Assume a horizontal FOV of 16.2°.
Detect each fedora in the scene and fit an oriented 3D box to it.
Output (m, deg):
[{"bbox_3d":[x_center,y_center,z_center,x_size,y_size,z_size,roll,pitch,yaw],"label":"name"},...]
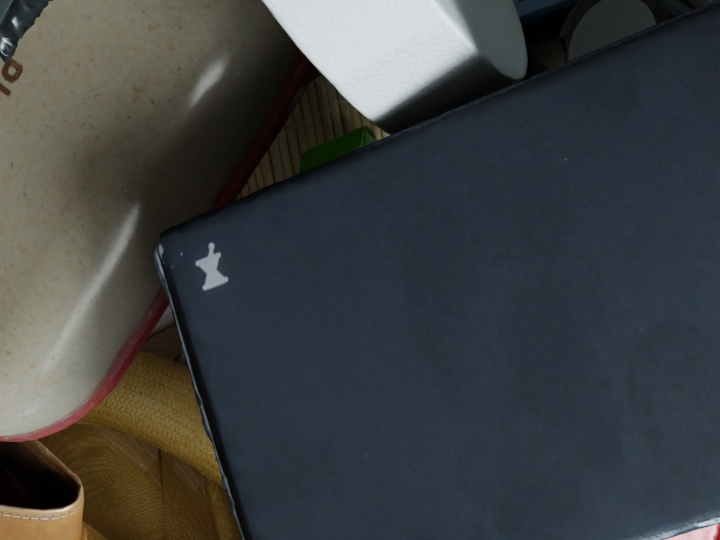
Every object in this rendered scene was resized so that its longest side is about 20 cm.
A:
[{"bbox_3d":[-0.060,0.073,0.877,0.201,0.199,0.082,78,32,-45],"label":"fedora"}]

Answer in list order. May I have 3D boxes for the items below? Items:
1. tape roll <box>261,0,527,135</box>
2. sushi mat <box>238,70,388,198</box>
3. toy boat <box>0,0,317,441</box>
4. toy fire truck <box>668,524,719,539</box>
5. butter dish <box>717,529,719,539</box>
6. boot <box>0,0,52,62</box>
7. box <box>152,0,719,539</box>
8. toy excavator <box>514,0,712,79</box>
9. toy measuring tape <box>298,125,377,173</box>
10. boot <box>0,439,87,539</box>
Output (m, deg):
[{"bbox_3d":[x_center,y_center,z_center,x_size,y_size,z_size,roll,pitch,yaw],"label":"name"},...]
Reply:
[{"bbox_3d":[-0.020,-0.130,0.678,0.037,0.204,0.203,-29,141,14],"label":"tape roll"},{"bbox_3d":[0.000,0.000,0.944,0.095,0.012,0.201,-28,137,-16],"label":"sushi mat"},{"bbox_3d":[-0.084,-0.051,0.775,0.200,0.130,0.131,-56,168,15],"label":"toy boat"},{"bbox_3d":[0.160,0.021,0.850,0.140,0.049,0.201,9,95,-7],"label":"toy fire truck"},{"bbox_3d":[0.234,0.103,0.962,0.199,0.148,0.200,-17,138,-32],"label":"butter dish"},{"bbox_3d":[-0.162,-0.091,0.659,0.162,0.073,0.199,23,103,-23],"label":"boot"},{"bbox_3d":[0.086,0.008,0.706,0.199,0.125,0.196,-21,172,29],"label":"box"},{"bbox_3d":[0.111,-0.134,0.865,0.194,0.201,0.100,-17,157,39],"label":"toy excavator"},{"bbox_3d":[0.002,0.022,0.821,0.073,0.200,0.074,2,123,3],"label":"toy measuring tape"},{"bbox_3d":[-0.106,0.119,0.834,0.199,0.074,0.155,20,132,-5],"label":"boot"}]
